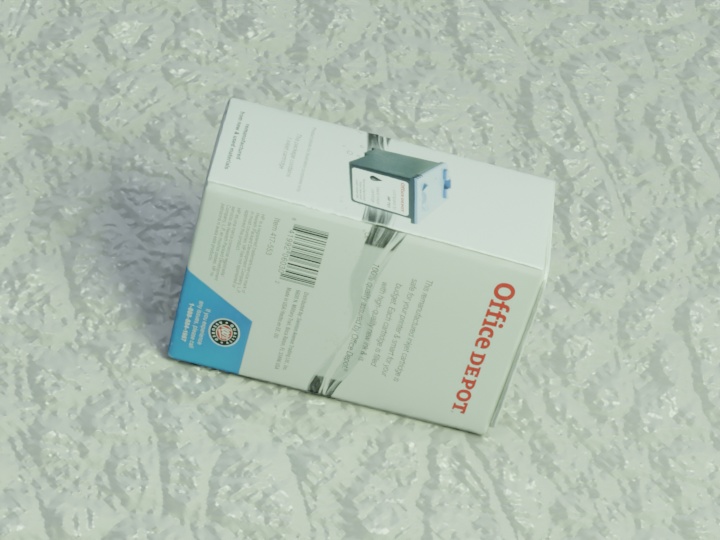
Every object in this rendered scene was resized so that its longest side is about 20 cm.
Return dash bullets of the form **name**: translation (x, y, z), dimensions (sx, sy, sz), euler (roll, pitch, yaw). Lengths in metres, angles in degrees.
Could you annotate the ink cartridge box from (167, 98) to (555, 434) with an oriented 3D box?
- **ink cartridge box**: translation (0.000, 0.000, 1.463), dimensions (0.199, 0.147, 0.086), euler (13, 44, -4)
